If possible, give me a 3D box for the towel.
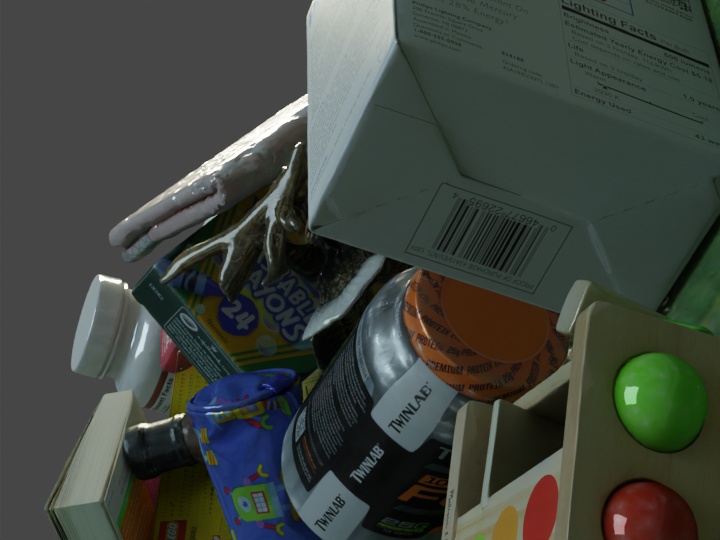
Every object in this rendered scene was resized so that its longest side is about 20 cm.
[{"bbox_3d":[-0.063,-0.082,1.350,0.200,0.032,0.191,-39,8,-31],"label":"towel"}]

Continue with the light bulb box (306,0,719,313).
[{"bbox_3d":[0.080,-0.099,1.050,0.201,0.197,0.125,-91,25,-51],"label":"light bulb box"}]

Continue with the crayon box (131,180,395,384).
[{"bbox_3d":[-0.047,0.000,1.390,0.200,0.126,0.052,-41,0,-36],"label":"crayon box"}]

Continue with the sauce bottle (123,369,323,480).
[{"bbox_3d":[-0.073,0.107,1.429,0.065,0.198,0.065,-15,-90,-77],"label":"sauce bottle"}]

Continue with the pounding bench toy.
[{"bbox_3d":[0.124,0.073,0.850,0.156,0.123,0.202,132,150,-59],"label":"pounding bench toy"}]

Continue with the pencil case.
[{"bbox_3d":[-0.045,0.161,1.286,0.086,0.202,0.078,-14,10,31],"label":"pencil case"}]

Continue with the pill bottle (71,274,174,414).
[{"bbox_3d":[-0.140,0.071,1.682,0.112,0.198,0.113,-164,90,-75],"label":"pill bottle"}]

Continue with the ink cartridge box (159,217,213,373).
[{"bbox_3d":[-0.061,0.013,1.555,0.200,0.144,0.083,124,155,-51],"label":"ink cartridge box"}]

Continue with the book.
[{"bbox_3d":[-0.162,0.209,1.489,0.134,0.048,0.201,-74,-30,-55],"label":"book"}]

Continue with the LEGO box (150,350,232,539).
[{"bbox_3d":[-0.096,0.181,1.519,0.149,0.076,0.201,69,-159,-50],"label":"LEGO box"}]

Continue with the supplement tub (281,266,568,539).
[{"bbox_3d":[0.038,0.078,1.168,0.200,0.121,0.123,122,158,-50],"label":"supplement tub"}]

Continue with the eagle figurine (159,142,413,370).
[{"bbox_3d":[0.000,-0.007,1.252,0.151,0.199,0.152,0,69,42],"label":"eagle figurine"}]
